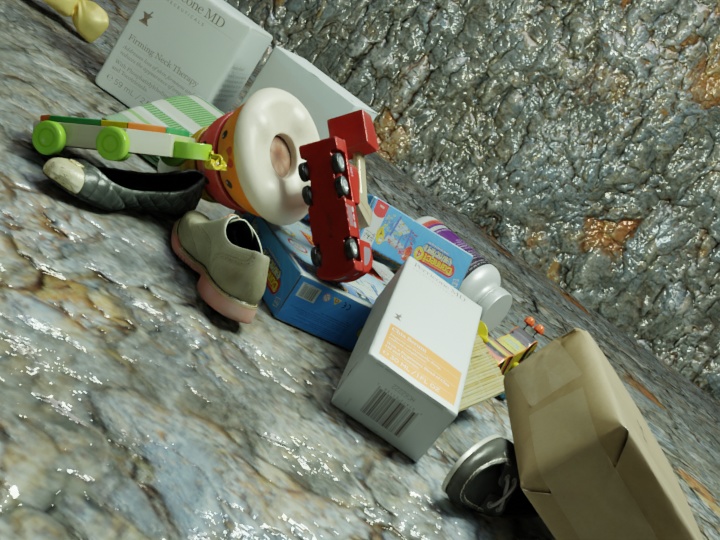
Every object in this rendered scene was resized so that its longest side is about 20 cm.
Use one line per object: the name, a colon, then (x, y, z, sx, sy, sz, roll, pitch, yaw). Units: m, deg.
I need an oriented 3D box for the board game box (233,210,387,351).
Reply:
board game box: (-0.042, 0.015, 1.080, 0.199, 0.056, 0.196, 27, 14, -36)

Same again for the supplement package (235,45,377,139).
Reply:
supplement package: (-0.101, -0.199, 1.396, 0.151, 0.201, 0.151, 37, 12, 8)

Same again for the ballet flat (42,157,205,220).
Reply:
ballet flat: (-0.235, -0.092, 0.935, 0.066, 0.057, 0.199, 39, 16, 26)

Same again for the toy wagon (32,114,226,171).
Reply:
toy wagon: (-0.230, -0.130, 0.957, 0.196, 0.040, 0.155, 6, 6, 12)

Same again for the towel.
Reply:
towel: (-0.229, -0.178, 1.252, 0.152, 0.024, 0.200, 37, 31, 9)

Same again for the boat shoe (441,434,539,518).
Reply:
boat shoe: (0.138, 0.195, 0.857, 0.057, 0.067, 0.199, 36, 7, 29)

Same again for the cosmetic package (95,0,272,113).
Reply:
cosmetic package: (-0.265, -0.324, 1.423, 0.166, 0.201, 0.166, 34, 12, 0)

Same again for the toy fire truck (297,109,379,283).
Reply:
toy fire truck: (-0.016, -0.084, 1.024, 0.141, 0.048, 0.204, 12, 67, -68)

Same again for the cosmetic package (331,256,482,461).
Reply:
cosmetic package: (0.051, 0.080, 0.915, 0.101, 0.072, 0.201, 34, 29, -5)

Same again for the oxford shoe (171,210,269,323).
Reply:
oxford shoe: (-0.131, -0.022, 0.917, 0.070, 0.074, 0.200, 24, 13, -36)

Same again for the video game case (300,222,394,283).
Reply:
video game case: (0.000, 0.000, 1.347, 0.200, 0.022, 0.181, 44, 14, 30)

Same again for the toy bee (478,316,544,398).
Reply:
toy bee: (0.197, 0.109, 1.269, 0.130, 0.110, 0.200, 34, 11, 3)

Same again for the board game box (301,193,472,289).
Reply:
board game box: (0.015, -0.052, 1.230, 0.199, 0.057, 0.195, 27, -2, -40)

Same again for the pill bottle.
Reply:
pill bottle: (0.146, 0.010, 1.499, 0.200, 0.113, 0.112, 42, 13, 30)

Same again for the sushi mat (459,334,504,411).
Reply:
sushi mat: (0.095, 0.110, 1.029, 0.199, 0.012, 0.096, -8, 63, -55)

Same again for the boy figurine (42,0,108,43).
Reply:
boy figurine: (-0.522, -0.469, 1.600, 0.199, 0.065, 0.125, 34, 11, -11)

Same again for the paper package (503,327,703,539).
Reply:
paper package: (0.225, 0.186, 0.857, 0.192, 0.103, 0.200, 54, 14, -14)

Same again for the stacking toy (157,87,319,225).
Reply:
stacking toy: (-0.153, -0.118, 1.054, 0.197, 0.149, 0.145, -5, -13, 34)
